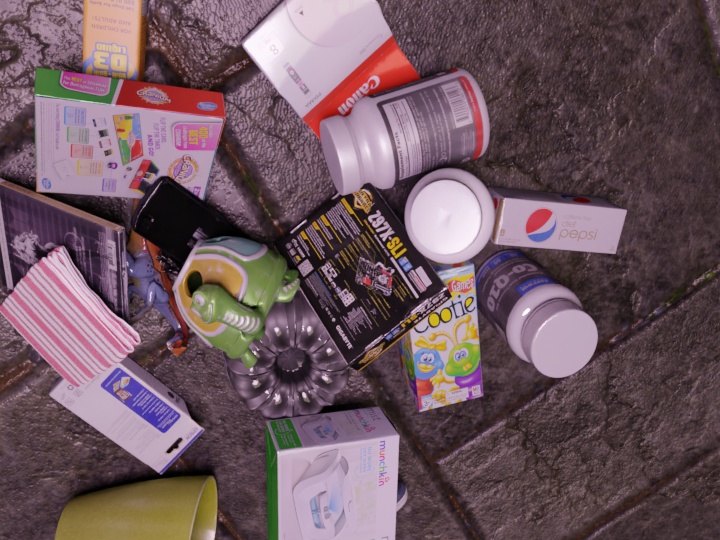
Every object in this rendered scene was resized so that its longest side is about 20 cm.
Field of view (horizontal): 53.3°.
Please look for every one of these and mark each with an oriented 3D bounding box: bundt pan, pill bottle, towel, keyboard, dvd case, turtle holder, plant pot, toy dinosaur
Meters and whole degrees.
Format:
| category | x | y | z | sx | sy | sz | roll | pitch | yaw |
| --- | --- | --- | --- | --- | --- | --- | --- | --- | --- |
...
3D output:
| category | x | y | z | sx | sy | sz | roll | pitch | yaw |
| --- | --- | --- | --- | --- | --- | --- | --- | --- | --- |
| bundt pan | -0.098 | 0.126 | 1.013 | 0.196 | 0.076 | 0.207 | -4 | 111 | -11 |
| pill bottle | 0.054 | -0.172 | 0.906 | 0.195 | 0.116 | 0.119 | -19 | 114 | -10 |
| pill bottle | 0.112 | -0.068 | 0.888 | 0.108 | 0.200 | 0.114 | 1 | 96 | 11 |
| towel | -0.357 | 0.064 | 0.874 | 0.198 | 0.030 | 0.147 | -28 | 106 | 44 |
| keyboard | -0.217 | -0.034 | 0.920 | 0.105 | 0.039 | 0.200 | -54 | 136 | -5 |
| dvd case | -0.359 | -0.014 | 0.858 | 0.196 | 0.016 | 0.152 | 20 | 123 | 16 |
| pill bottle | 0.239 | 0.057 | 0.996 | 0.110 | 0.201 | 0.117 | -4 | 112 | -11 |
| turtle holder | -0.160 | 0.036 | 0.862 | 0.130 | 0.187 | 0.142 | 31 | 125 | -10 |
| plant pot | -0.319 | 0.380 | 1.018 | 0.194 | 0.188 | 0.192 | 5 | 110 | 1 |
| toy dinosaur | -0.266 | 0.017 | 0.923 | 0.201 | 0.105 | 0.181 | -48 | 123 | 1 |

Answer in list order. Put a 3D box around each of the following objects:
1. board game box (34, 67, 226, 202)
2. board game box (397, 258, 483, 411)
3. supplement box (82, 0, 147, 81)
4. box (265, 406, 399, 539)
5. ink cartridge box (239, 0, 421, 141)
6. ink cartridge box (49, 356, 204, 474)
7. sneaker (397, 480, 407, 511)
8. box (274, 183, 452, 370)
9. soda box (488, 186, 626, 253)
| category | x | y | z | sx | sy | sz | roll | pitch | yaw |
| --- | --- | --- | --- | --- | --- | --- | --- | --- | --- |
| board game box | -0.265 | -0.146 | 0.820 | 0.195 | 0.041 | 0.154 | 2 | 145 | -24 |
| board game box | 0.106 | 0.078 | 1.026 | 0.100 | 0.105 | 0.205 | -11 | 112 | -8 |
| supplement box | -0.282 | -0.264 | 0.826 | 0.065 | 0.069 | 0.205 | 4 | 113 | -13 |
| box | -0.041 | 0.310 | 1.005 | 0.172 | 0.097 | 0.206 | -3 | 105 | -17 |
| ink cartridge box | -0.028 | -0.259 | 0.899 | 0.162 | 0.057 | 0.201 | -40 | 109 | 4 |
| ink cartridge box | -0.322 | 0.191 | 1.006 | 0.099 | 0.039 | 0.200 | -42 | 112 | 5 |
| sneaker | -0.023 | 0.315 | 1.101 | 0.196 | 0.077 | 0.150 | -7 | 115 | -9 |
| box | 0.000 | 0.000 | 0.932 | 0.158 | 0.202 | 0.049 | -37 | 157 | 2 |
| soda box | 0.275 | -0.072 | 1.031 | 0.194 | 0.064 | 0.070 | 4 | 110 | -14 |
